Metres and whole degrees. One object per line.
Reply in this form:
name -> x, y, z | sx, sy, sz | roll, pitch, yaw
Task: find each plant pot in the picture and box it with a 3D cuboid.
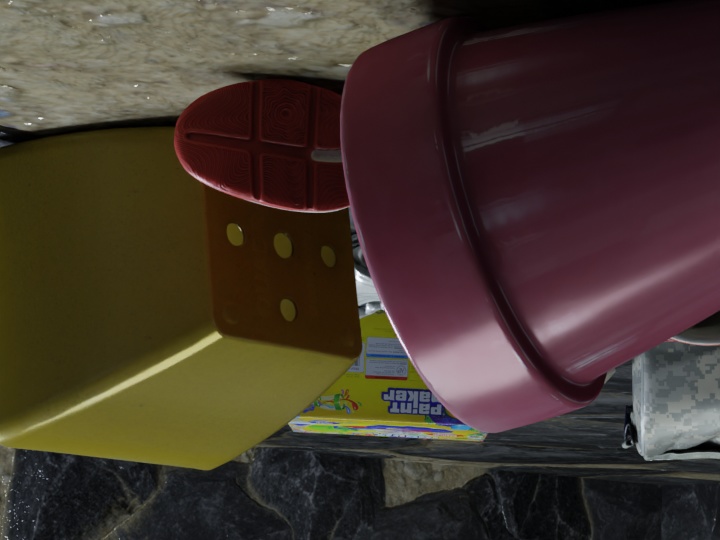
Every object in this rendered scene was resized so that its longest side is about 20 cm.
plant pot -> -0.110, 0.008, 1.266 | 0.176, 0.200, 0.200 | -19, 158, 38
plant pot -> 0.114, -0.042, 0.926 | 0.179, 0.200, 0.200 | -19, 162, 22

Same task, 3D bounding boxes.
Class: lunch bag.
lunch bag -> 0.305, 0.067, 1.514 | 0.200, 0.168, 0.139 | 1, 170, 12

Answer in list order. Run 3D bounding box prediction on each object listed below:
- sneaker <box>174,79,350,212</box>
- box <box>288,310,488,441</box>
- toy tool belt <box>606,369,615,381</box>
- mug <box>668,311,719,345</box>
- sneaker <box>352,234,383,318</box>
sneaker -> -0.011, -0.059, 1.141 | 0.200, 0.078, 0.116 | 5, 169, -7
box -> 0.031, 0.098, 1.919 | 0.200, 0.122, 0.193 | 3, 171, 2
toy tool belt -> 0.149, 0.042, 1.559 | 0.125, 0.123, 0.200 | 45, 169, -5
mug -> 0.179, -0.030, 1.202 | 0.177, 0.133, 0.200 | 40, 176, 3
sneaker -> 0.000, 0.000, 1.544 | 0.200, 0.075, 0.081 | -2, 149, 38
